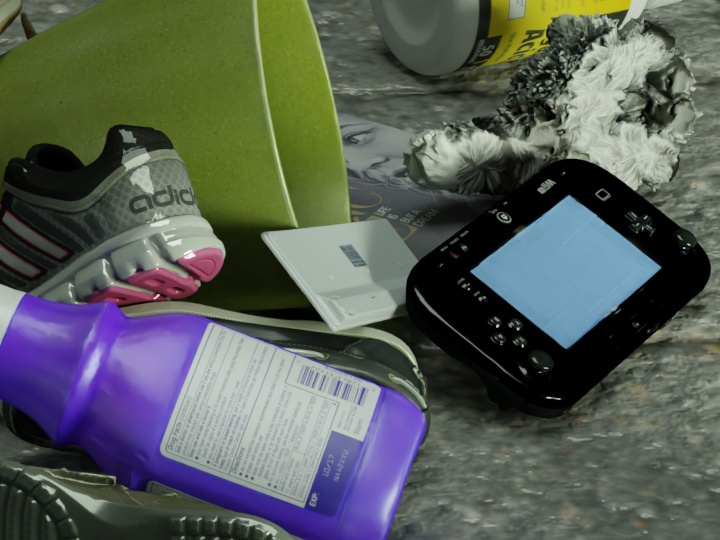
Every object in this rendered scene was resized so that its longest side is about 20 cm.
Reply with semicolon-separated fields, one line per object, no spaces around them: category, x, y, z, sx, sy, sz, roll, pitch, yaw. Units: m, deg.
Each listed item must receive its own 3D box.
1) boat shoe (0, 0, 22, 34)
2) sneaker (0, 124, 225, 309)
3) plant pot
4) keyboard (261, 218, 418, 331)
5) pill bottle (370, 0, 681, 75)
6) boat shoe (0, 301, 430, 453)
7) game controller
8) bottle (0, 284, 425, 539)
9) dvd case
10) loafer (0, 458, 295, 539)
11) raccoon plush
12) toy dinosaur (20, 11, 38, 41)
boat shoe;-0.224;-0.119;1.407;0.072;0.065;0.200;-37;11;23
sneaker;-0.150;-0.011;1.335;0.199;0.088;0.074;-23;-19;34
plant pot;-0.122;-0.056;1.437;0.199;0.188;0.187;-11;24;10
keyboard;0.000;0.000;1.375;0.056;0.011;0.200;47;14;9
pill bottle;0.113;-0.192;1.772;0.199;0.112;0.111;-14;30;-29
boat shoe;-0.066;0.059;1.294;0.198;0.072;0.068;1;25;-9
game controller;0.101;0.005;1.423;0.104;0.042;0.200;46;38;7
bottle;-0.074;0.063;1.230;0.199;0.065;0.084;20;57;0
dvd case;0.005;-0.044;1.572;0.199;0.016;0.149;15;30;25
loafer;-0.108;0.124;1.181;0.199;0.076;0.070;11;-4;20
raccoon plush;0.094;-0.101;1.588;0.199;0.098;0.134;-2;12;-24
toy dinosaur;-0.184;-0.082;1.554;0.106;0.061;0.200;-2;-13;-37
